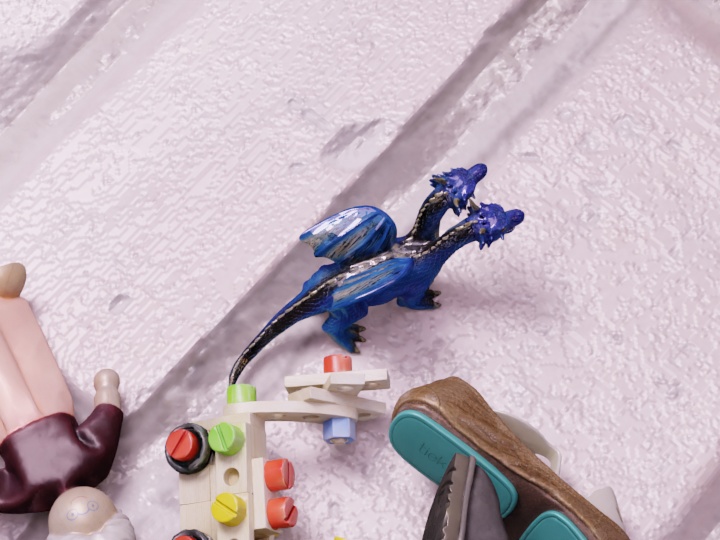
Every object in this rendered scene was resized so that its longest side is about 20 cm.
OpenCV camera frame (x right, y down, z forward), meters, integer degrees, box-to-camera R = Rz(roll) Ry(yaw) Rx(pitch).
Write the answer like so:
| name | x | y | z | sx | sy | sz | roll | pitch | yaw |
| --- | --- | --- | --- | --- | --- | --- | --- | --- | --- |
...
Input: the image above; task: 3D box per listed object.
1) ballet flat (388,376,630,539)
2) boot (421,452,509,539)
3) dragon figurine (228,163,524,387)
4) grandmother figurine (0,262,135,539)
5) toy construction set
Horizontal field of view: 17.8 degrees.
| name | x | y | z | sx | sy | sz | roll | pitch | yaw |
| --- | --- | --- | --- | --- | --- | --- | --- | --- | --- |
| ballet flat | 0.104 | 0.133 | 1.330 | 0.200 | 0.068 | 0.072 | 42 | 44 | 9 |
| boot | 0.128 | 0.198 | 1.242 | 0.199 | 0.073 | 0.183 | 9 | 59 | -6 |
| dragon figurine | 0.000 | 0.000 | 1.371 | 0.199 | 0.100 | 0.059 | -22 | 67 | -9 |
| grandmother figurine | -0.193 | 0.097 | 1.354 | 0.121 | 0.061 | 0.201 | -32 | 66 | -4 |
| toy construction set | -0.042 | 0.135 | 1.315 | 0.130 | 0.092 | 0.201 | -11 | 55 | 23 |
